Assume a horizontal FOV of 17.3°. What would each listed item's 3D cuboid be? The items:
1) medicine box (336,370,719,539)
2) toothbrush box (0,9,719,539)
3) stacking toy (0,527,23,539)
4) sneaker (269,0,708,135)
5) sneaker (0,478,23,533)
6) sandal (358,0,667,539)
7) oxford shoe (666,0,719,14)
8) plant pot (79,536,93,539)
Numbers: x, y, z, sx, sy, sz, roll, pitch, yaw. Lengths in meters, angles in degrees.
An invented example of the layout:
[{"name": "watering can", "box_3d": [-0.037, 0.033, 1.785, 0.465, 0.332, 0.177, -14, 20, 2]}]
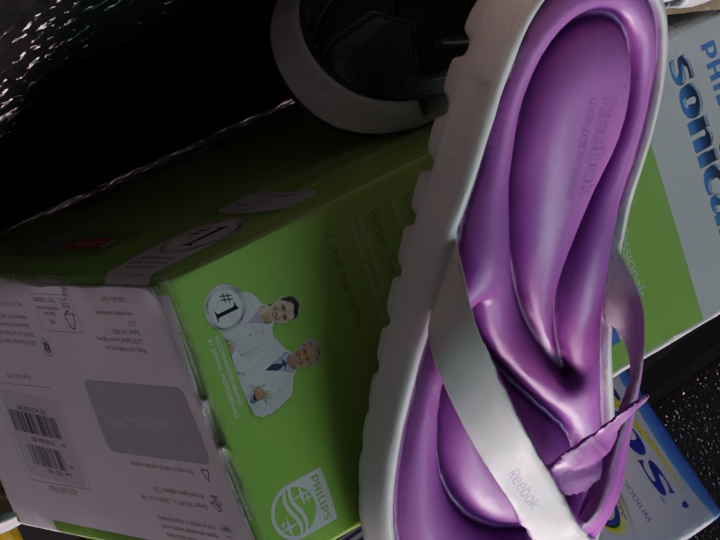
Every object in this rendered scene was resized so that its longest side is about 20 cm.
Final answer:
[{"name": "medicine box", "box_3d": [0.035, 0.063, 0.954, 0.103, 0.182, 0.200, -37, 170, 20]}, {"name": "toothbrush box", "box_3d": [0.000, 0.000, 0.680, 0.200, 0.086, 0.145, -29, -164, -32]}, {"name": "stacking toy", "box_3d": [-0.169, 0.119, 0.857, 0.146, 0.146, 0.200, -20, 144, -53]}, {"name": "sneaker", "box_3d": [0.071, -0.103, 0.618, 0.200, 0.067, 0.091, -28, 171, -16]}, {"name": "sneaker", "box_3d": [-0.102, 0.045, 0.759, 0.200, 0.071, 0.080, -30, 165, -25]}, {"name": "sandal", "box_3d": [0.045, 0.022, 0.581, 0.082, 0.050, 0.203, -13, 117, -35]}, {"name": "oxford shoe", "box_3d": [0.092, -0.075, 0.791, 0.070, 0.075, 0.200, -26, 168, -41]}, {"name": "plant pot", "box_3d": [-0.032, 0.125, 1.119, 0.200, 0.200, 0.190, -37, 156, 20]}]
